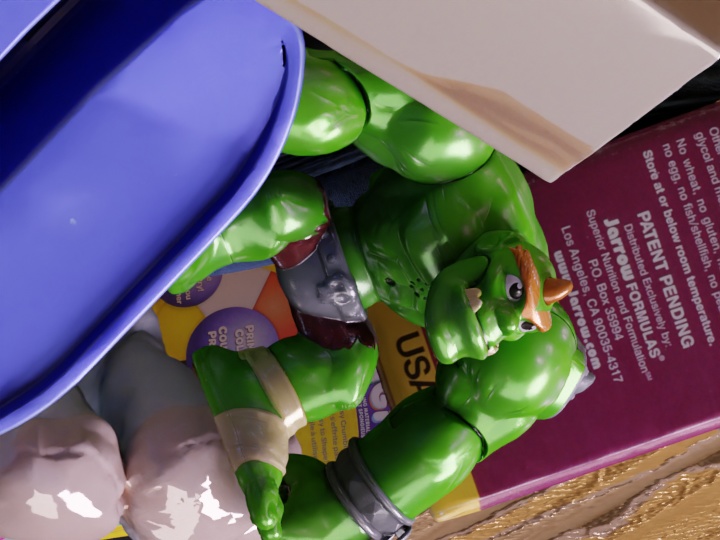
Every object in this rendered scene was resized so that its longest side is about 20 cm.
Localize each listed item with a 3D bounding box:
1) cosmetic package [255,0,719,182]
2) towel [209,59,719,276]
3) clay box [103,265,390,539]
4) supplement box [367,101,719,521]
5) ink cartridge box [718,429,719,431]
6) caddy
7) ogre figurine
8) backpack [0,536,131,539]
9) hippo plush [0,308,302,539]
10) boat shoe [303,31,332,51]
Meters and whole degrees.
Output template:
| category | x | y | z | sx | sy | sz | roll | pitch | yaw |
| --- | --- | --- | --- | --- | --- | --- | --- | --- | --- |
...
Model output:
| category | x | y | z | sx | sy | sz | roll | pitch | yaw |
| --- | --- | --- | --- | --- | --- | --- | --- | --- | --- |
| cosmetic package | -0.003 | -0.119 | 0.742 | 0.200 | 0.105 | 0.071 | 32 | 135 | -23 |
| towel | 0.035 | -0.052 | 1.077 | 0.199 | 0.049 | 0.112 | -21 | 174 | 32 |
| clay box | -0.037 | 0.037 | 1.213 | 0.199 | 0.115 | 0.048 | -10 | 158 | 9 |
| supplement box | 0.104 | 0.003 | 1.036 | 0.199 | 0.104 | 0.131 | -19 | 178 | 4 |
| ink cartridge box | 0.205 | 0.046 | 1.229 | 0.173 | 0.200 | 0.044 | 7 | 111 | -32 |
| caddy | -0.109 | -0.050 | 0.802 | 0.200 | 0.105 | 0.141 | -45 | 121 | 6 |
| ogre figurine | 0.000 | 0.000 | 0.923 | 0.120 | 0.201 | 0.098 | -22 | -166 | -2 |
| backpack | -0.205 | 0.119 | 1.336 | 0.199 | 0.154 | 0.176 | -7 | 165 | 22 |
| hippo plush | -0.092 | 0.009 | 1.043 | 0.159 | 0.162 | 0.200 | 4 | 178 | 8 |
| boat shoe | -0.007 | -0.094 | 0.923 | 0.200 | 0.072 | 0.068 | 25 | 116 | -43 |
